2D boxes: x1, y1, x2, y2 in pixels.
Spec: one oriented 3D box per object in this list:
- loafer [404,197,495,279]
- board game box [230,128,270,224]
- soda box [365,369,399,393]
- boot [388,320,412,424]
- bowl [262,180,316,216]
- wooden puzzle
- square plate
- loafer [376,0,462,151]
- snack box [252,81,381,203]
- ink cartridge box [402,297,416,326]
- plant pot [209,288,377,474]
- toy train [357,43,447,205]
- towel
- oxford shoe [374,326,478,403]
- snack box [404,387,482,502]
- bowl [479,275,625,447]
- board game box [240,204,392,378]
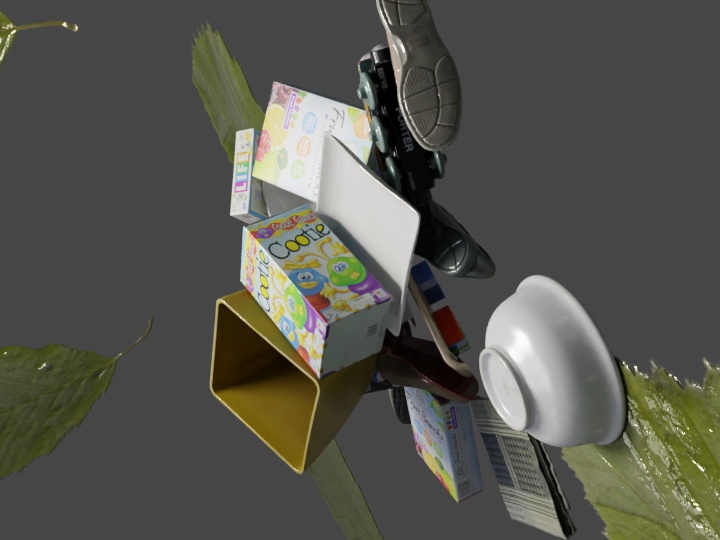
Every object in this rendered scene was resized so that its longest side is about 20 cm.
[{"bbox_3d":[0.100,-0.041,1.129,0.072,0.063,0.200,-58,36,13],"label":"loafer"},{"bbox_3d":[-0.131,-0.126,1.419,0.200,0.034,0.136,27,-117,-58],"label":"board game box"},{"bbox_3d":[0.005,0.120,1.467,0.200,0.063,0.071,-122,26,-60],"label":"soda box"},{"bbox_3d":[0.060,0.156,1.546,0.131,0.067,0.202,-163,61,-74],"label":"boot"},{"bbox_3d":[-0.033,-0.104,1.306,0.074,0.199,0.201,23,-143,-54],"label":"bowl"},{"bbox_3d":[0.100,0.049,1.205,0.201,0.046,0.185,60,-176,14],"label":"wooden puzzle"},{"bbox_3d":[0.009,-0.049,1.130,0.200,0.028,0.199,45,143,35],"label":"square plate"},{"bbox_3d":[0.067,-0.230,1.000,0.063,0.071,0.201,10,-116,-89],"label":"loafer"},{"bbox_3d":[-0.054,-0.171,1.244,0.199,0.053,0.143,25,108,34],"label":"snack box"},{"bbox_3d":[0.000,0.000,1.415,0.201,0.083,0.176,60,177,31],"label":"ink cartridge box"},{"bbox_3d":[-0.080,0.125,1.273,0.200,0.176,0.201,37,138,25],"label":"plant pot"},{"bbox_3d":[0.044,-0.180,1.105,0.114,0.085,0.201,-131,23,-73],"label":"toy train"},{"bbox_3d":[0.219,0.259,1.204,0.200,0.034,0.194,150,100,-77],"label":"towel"},{"bbox_3d":[0.084,0.145,1.316,0.199,0.070,0.075,31,134,23],"label":"oxford shoe"},{"bbox_3d":[0.127,0.245,1.411,0.142,0.053,0.201,43,150,55],"label":"snack box"},{"bbox_3d":[0.192,0.114,0.975,0.202,0.090,0.202,59,163,31],"label":"bowl"},{"bbox_3d":[-0.063,0.023,1.161,0.200,0.103,0.105,47,144,33],"label":"board game box"}]
